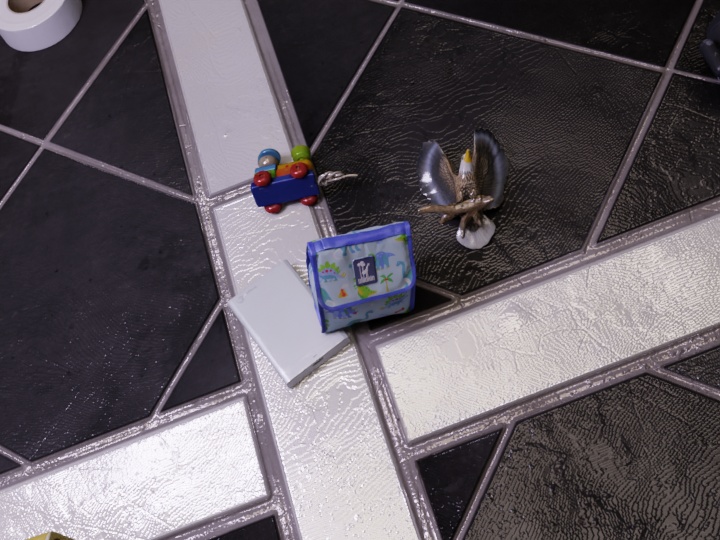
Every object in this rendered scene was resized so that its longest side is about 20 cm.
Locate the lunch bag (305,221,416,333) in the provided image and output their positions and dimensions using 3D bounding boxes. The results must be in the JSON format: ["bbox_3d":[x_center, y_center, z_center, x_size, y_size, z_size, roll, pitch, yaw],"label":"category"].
[{"bbox_3d":[0.000,0.000,1.565,0.168,0.201,0.128,-14,57,-8],"label":"lunch bag"}]

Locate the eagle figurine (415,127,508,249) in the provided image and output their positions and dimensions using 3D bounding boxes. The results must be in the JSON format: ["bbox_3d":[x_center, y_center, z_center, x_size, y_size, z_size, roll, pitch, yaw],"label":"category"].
[{"bbox_3d":[0.183,-0.154,1.683,0.151,0.151,0.201,28,28,-15],"label":"eagle figurine"}]

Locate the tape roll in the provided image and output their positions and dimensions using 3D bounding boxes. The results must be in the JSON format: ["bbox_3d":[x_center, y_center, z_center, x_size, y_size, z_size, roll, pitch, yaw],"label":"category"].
[{"bbox_3d":[-0.731,-0.593,2.166,0.200,0.071,0.205,-6,59,11],"label":"tape roll"}]

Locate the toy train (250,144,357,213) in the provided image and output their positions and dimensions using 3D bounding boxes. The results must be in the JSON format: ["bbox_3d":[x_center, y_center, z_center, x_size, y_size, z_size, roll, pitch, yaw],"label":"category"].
[{"bbox_3d":[-0.103,-0.188,1.786,0.198,0.085,0.117,-12,46,7],"label":"toy train"}]

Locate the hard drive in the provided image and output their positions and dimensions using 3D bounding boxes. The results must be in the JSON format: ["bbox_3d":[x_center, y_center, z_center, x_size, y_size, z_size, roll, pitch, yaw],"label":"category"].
[{"bbox_3d":[-0.126,0.089,1.662,0.131,0.026,0.200,-36,60,-8],"label":"hard drive"}]

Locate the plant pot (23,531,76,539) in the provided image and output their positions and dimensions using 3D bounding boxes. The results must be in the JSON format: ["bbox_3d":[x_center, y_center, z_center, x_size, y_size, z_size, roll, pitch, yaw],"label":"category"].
[{"bbox_3d":[-0.493,0.516,1.423,0.198,0.194,0.198,-12,59,17],"label":"plant pot"}]

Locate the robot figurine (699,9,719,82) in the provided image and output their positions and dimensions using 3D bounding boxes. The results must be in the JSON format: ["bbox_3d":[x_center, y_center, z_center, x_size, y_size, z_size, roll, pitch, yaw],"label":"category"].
[{"bbox_3d":[0.673,-0.368,1.669,0.149,0.125,0.202,-21,58,13],"label":"robot figurine"}]
